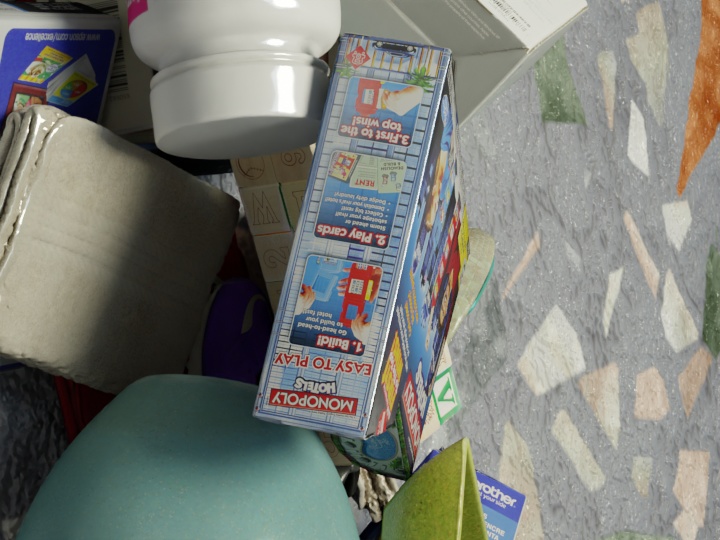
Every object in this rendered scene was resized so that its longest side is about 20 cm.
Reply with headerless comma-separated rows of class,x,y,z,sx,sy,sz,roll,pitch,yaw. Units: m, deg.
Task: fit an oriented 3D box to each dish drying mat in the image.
dish drying mat,-0.120,0.041,1.338,0.200,0.018,0.077,-41,126,-55

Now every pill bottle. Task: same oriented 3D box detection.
pill bottle,-0.069,-0.167,1.177,0.113,0.113,0.202,10,71,-56

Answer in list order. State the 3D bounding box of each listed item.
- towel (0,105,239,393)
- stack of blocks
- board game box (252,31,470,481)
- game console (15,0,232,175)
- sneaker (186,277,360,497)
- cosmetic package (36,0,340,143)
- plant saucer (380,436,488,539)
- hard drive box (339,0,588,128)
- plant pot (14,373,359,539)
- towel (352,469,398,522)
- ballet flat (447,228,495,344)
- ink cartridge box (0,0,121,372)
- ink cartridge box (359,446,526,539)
towel,-0.144,-0.005,1.208,0.200,0.034,0.133,29,80,-57
stack of blocks,0.000,0.000,1.309,0.115,0.058,0.201,-32,111,-54
board game box,0.003,0.018,1.163,0.200,0.061,0.201,80,23,-58
game console,-0.135,-0.144,1.355,0.200,0.031,0.178,-9,90,-57
sneaker,-0.046,0.104,1.354,0.069,0.099,0.202,-5,93,-63
cosmetic package,-0.093,-0.130,1.319,0.200,0.087,0.104,-10,93,-58
plant saucer,0.037,0.221,1.232,0.200,0.048,0.201,76,18,-60
hard drive box,0.045,-0.176,1.355,0.156,0.077,0.200,45,22,2
plant pot,-0.085,0.132,1.193,0.200,0.199,0.136,29,65,-51
towel,-0.022,0.055,1.428,0.133,0.034,0.201,-124,-164,-77
ballet flat,0.043,0.024,1.566,0.062,0.067,0.201,51,42,-25
ink cartridge box,-0.217,-0.041,1.164,0.197,0.047,0.201,-9,117,-59
ink cartridge box,0.034,0.210,1.427,0.076,0.137,0.201,28,50,-6
